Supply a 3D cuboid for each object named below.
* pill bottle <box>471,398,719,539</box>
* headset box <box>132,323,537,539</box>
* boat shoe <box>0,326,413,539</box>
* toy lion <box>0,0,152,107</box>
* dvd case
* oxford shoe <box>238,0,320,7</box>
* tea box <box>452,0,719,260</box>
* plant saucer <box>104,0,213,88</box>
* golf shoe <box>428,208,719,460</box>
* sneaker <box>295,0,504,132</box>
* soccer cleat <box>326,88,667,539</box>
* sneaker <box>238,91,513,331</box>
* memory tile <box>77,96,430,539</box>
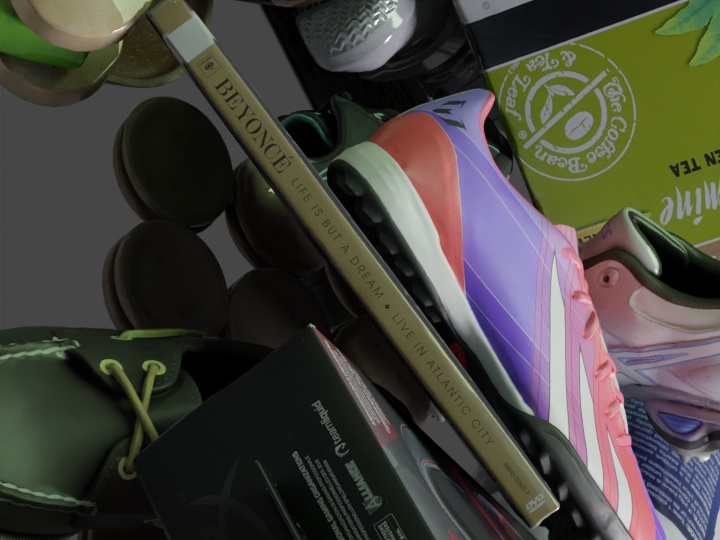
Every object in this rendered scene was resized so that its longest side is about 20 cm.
[{"bbox_3d":[0.094,0.115,1.068,0.111,0.110,0.200,58,27,-17],"label":"pill bottle"},{"bbox_3d":[0.022,0.120,0.788,0.200,0.075,0.149,46,10,-48],"label":"headset box"},{"bbox_3d":[-0.068,0.050,0.830,0.200,0.060,0.072,6,68,-45],"label":"boat shoe"},{"bbox_3d":[-0.124,-0.184,0.852,0.191,0.069,0.201,31,66,-7],"label":"toy lion"},{"bbox_3d":[0.000,0.000,0.866,0.200,0.016,0.149,53,-1,4],"label":"dvd case"},{"bbox_3d":[-0.033,-0.150,1.072,0.200,0.084,0.073,-122,-164,-78],"label":"oxford shoe"},{"bbox_3d":[0.164,-0.108,1.120,0.198,0.199,0.134,66,21,-12],"label":"tea box"},{"bbox_3d":[-0.127,-0.154,0.954,0.200,0.036,0.201,44,34,-40],"label":"plant saucer"},{"bbox_3d":[0.093,0.015,1.021,0.078,0.199,0.098,-50,140,-53],"label":"golf shoe"},{"bbox_3d":[0.040,-0.105,1.188,0.115,0.075,0.200,58,24,-12],"label":"sneaker"},{"bbox_3d":[0.067,0.027,0.956,0.201,0.073,0.068,57,-16,-1],"label":"soccer cleat"},{"bbox_3d":[0.007,-0.043,1.076,0.080,0.075,0.200,59,26,-9],"label":"sneaker"},{"bbox_3d":[-0.033,0.047,0.926,0.153,0.017,0.201,24,56,-35],"label":"memory tile"}]
